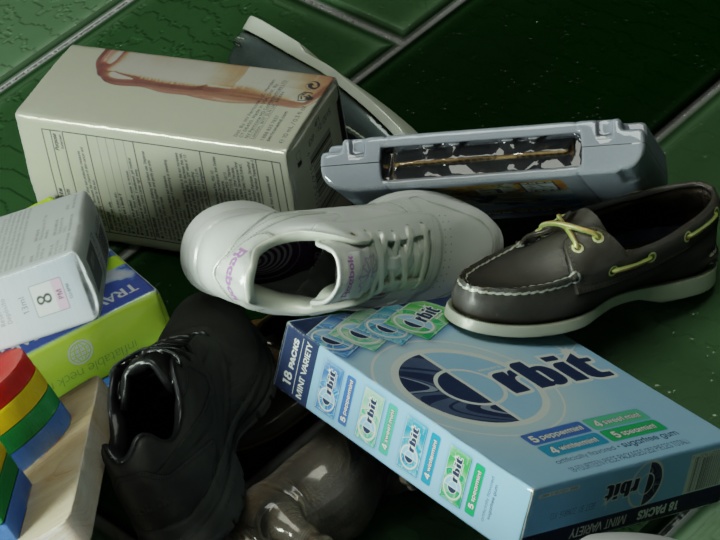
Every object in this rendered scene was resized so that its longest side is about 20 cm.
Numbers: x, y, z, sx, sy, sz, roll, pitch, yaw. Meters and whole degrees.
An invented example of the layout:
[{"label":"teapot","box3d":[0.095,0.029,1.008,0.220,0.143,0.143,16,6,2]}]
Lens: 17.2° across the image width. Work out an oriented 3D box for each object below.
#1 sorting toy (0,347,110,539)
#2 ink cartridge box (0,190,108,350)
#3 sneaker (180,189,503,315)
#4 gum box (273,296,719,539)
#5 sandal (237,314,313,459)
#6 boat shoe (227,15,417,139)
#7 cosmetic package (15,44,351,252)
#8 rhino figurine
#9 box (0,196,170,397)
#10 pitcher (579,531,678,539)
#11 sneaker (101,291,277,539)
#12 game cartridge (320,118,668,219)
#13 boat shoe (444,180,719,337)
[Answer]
[{"label":"sorting toy","box3d":[-0.238,0.129,1.286,0.199,0.070,0.199,-32,17,9]},{"label":"ink cartridge box","box3d":[-0.248,0.017,1.398,0.199,0.057,0.163,-21,15,1]},{"label":"sneaker","box3d":[0.000,0.000,1.388,0.198,0.076,0.100,-5,16,-24]},{"label":"gum box","box3d":[0.079,0.079,1.329,0.169,0.045,0.199,-8,29,-42]},{"label":"sandal","box3d":[-0.040,0.055,1.432,0.198,0.055,0.082,-18,41,-7]},{"label":"boat shoe","box3d":[-0.025,-0.104,1.619,0.200,0.073,0.062,38,93,38]},{"label":"cosmetic package","box3d":[-0.113,-0.076,1.565,0.198,0.104,0.087,10,43,21]},{"label":"rhino figurine","box3d":[-0.037,0.144,1.326,0.199,0.060,0.087,-35,40,-21]},{"label":"box","box3d":[-0.202,0.029,1.484,0.121,0.048,0.200,-28,32,-18]},{"label":"pitcher","box3d":[0.162,0.231,1.148,0.199,0.121,0.172,29,70,24]},{"label":"sneaker","box3d":[-0.099,0.067,1.336,0.075,0.091,0.201,-20,33,16]},{"label":"game cartridge","box3d":[0.087,-0.060,1.482,0.198,0.133,0.042,-4,77,15]},{"label":"boat shoe","box3d":[0.133,-0.010,1.412,0.200,0.061,0.072,-14,32,-35]}]
